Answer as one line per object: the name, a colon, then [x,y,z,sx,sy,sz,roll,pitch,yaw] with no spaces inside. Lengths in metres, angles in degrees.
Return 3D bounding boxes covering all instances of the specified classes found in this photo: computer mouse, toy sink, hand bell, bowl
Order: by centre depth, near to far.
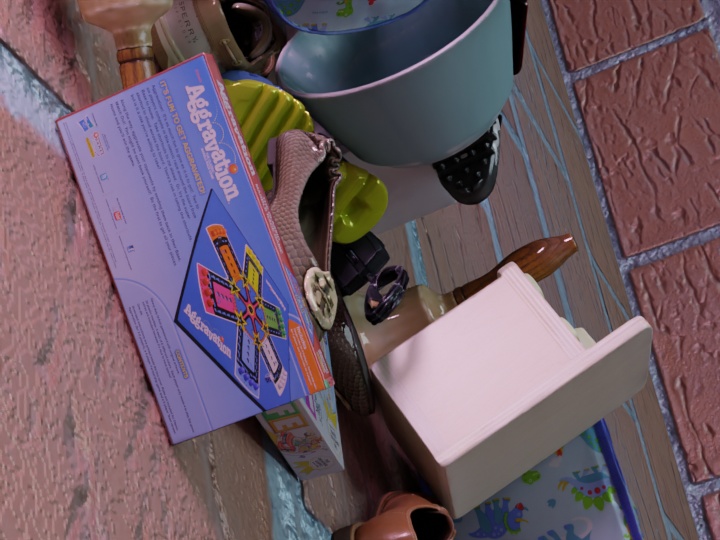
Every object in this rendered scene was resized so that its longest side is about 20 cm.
hand bell: [-0.136,-0.124,0.876,0.104,0.103,0.202,-18,99,-74]
computer mouse: [0.000,0.000,1.141,0.034,0.059,0.200,48,0,-15]
bowl: [0.042,-0.156,1.141,0.201,0.199,0.105,-86,152,-56]
toy sink: [0.119,0.082,1.150,0.112,0.199,0.131,53,-9,26]
hand bell: [0.093,0.021,1.215,0.105,0.199,0.104,59,13,-22]

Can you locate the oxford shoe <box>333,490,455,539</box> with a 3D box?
oxford shoe: [0.044,0.201,1.084,0.072,0.071,0.200,68,14,4]

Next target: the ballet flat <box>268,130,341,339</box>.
ballet flat: [-0.032,-0.028,0.922,0.201,0.046,0.068,-93,167,-53]

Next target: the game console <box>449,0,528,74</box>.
game console: [0.048,-0.260,1.311,0.199,0.119,0.172,36,34,23]

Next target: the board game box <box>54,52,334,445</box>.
board game box: [-0.096,-0.011,0.824,0.202,0.102,0.019,70,17,2]

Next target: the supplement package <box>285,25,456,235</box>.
supplement package: [0.007,-0.146,1.319,0.114,0.109,0.201,53,22,-44]

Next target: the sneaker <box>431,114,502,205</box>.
sneaker: [0.096,-0.126,1.266,0.091,0.066,0.201,48,23,-46]

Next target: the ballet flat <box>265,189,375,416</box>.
ballet flat: [-0.035,0.028,1.097,0.067,0.046,0.201,-110,179,-65]

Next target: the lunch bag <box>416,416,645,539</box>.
lunch bag: [0.145,0.197,1.229,0.127,0.169,0.202,30,40,-79]

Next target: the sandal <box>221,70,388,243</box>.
sandal: [-0.062,-0.092,1.117,0.087,0.080,0.200,44,1,41]

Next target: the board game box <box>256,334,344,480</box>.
board game box: [-0.061,0.033,0.952,0.200,0.034,0.135,64,15,-52]

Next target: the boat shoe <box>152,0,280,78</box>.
boat shoe: [-0.096,-0.173,1.090,0.075,0.066,0.200,69,15,0]

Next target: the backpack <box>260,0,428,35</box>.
backpack: [-0.010,-0.274,1.030,0.147,0.181,0.202,-133,-142,-52]
